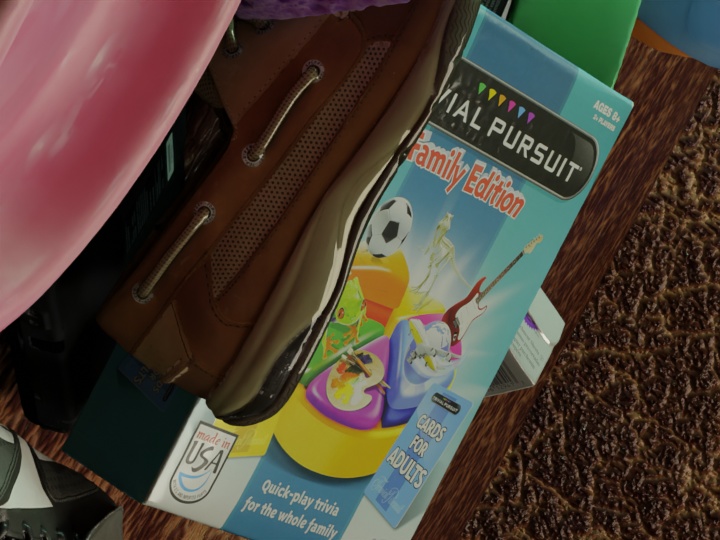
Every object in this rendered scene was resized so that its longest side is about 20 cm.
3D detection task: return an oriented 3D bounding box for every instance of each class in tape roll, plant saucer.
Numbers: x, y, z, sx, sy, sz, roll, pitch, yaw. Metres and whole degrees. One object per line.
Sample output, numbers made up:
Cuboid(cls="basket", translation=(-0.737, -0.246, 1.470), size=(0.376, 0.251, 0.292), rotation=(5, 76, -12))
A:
Cuboid(cls="tape roll", translation=(0.069, -0.077, 1.236), size=(0.200, 0.048, 0.201), rotation=(-160, -90, -86))
Cuboid(cls="plant saucer", translation=(-0.082, -0.074, 0.804), size=(0.201, 0.051, 0.201), rotation=(-58, 172, -14))

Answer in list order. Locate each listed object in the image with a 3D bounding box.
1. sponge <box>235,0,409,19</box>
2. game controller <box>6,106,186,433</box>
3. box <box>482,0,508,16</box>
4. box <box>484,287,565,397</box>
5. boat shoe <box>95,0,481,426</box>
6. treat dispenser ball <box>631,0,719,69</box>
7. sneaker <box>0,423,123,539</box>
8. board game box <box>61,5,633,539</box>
Cuboid(cls="sponge", translation=(0.036, -0.164, 0.925), size=(0.111, 0.030, 0.201), rotation=(-3, -129, 44))
Cuboid(cls="game controller", translation=(-0.089, -0.015, 1.030), size=(0.200, 0.042, 0.105), rotation=(98, 10, -69))
Cuboid(cls="box", translation=(0.035, -0.113, 1.244), size=(0.137, 0.040, 0.200), rotation=(-76, -174, -47))
Cuboid(cls="box", translation=(-0.013, 0.038, 1.196), size=(0.199, 0.042, 0.039), rotation=(-16, -151, 37))
Cuboid(cls="boat shoe", translation=(-0.019, -0.053, 0.946), size=(0.201, 0.074, 0.076), rotation=(-64, -173, -3))
Cuboid(cls="treat dispenser ball", translation=(0.178, -0.191, 1.371), size=(0.201, 0.200, 0.201), rotation=(-57, 171, -14))
Cuboid(cls="sneaker", translation=(-0.110, 0.081, 0.918), size=(0.067, 0.090, 0.200), rotation=(-59, -178, -2))
Cuboid(cls="board game box", translation=(0.000, 0.000, 1.060), size=(0.151, 0.047, 0.201), rotation=(25, 93, -53))
